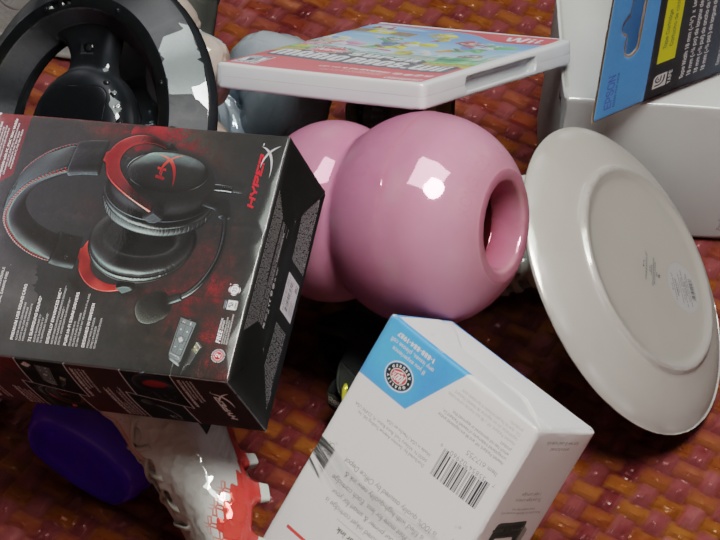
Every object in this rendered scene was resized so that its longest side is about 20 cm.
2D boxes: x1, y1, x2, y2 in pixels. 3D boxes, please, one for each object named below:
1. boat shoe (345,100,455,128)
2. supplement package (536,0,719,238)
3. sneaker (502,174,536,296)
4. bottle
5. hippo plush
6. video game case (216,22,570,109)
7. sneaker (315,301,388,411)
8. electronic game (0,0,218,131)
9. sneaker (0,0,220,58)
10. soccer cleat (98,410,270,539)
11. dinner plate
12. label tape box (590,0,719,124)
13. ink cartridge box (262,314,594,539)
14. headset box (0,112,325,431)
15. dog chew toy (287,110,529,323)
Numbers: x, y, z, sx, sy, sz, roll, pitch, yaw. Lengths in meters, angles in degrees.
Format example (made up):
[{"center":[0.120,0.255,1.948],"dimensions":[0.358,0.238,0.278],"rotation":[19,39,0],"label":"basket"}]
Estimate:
[{"center":[0.023,-0.106,1.635],"dimensions":[0.065,0.073,0.200],"rotation":[7,3,-5],"label":"boat shoe"},{"center":[0.223,-0.101,1.676],"dimensions":[0.200,0.117,0.117],"rotation":[4,44,-3],"label":"supplement package"},{"center":[0.096,-0.015,1.619],"dimensions":[0.200,0.076,0.081],"rotation":[0,54,3],"label":"sneaker"},{"center":[-0.117,0.045,1.513],"dimensions":[0.084,0.065,0.200],"rotation":[34,56,1],"label":"bottle"},{"center":[-0.097,-0.080,1.624],"dimensions":[0.161,0.200,0.159],"rotation":[5,52,-38],"label":"hippo plush"},{"center":[0.024,-0.128,1.559],"dimensions":[0.143,0.017,0.200],"rotation":[8,16,29],"label":"video game case"},{"center":[0.027,0.088,1.506],"dimensions":[0.085,0.075,0.200],"rotation":[-12,38,-9],"label":"sneaker"},{"center":[-0.166,-0.084,1.537],"dimensions":[0.200,0.200,0.042],"rotation":[43,19,32],"label":"electronic game"},{"center":[-0.189,-0.201,1.778],"dimensions":[0.200,0.071,0.099],"rotation":[17,43,4],"label":"sneaker"},{"center":[-0.105,0.094,1.420],"dimensions":[0.085,0.069,0.200],"rotation":[0,66,-20],"label":"soccer cleat"},{"center":[0.168,0.003,1.535],"dimensions":[0.024,0.200,0.200],"rotation":[-23,32,34],"label":"dinner plate"},{"center":[0.214,-0.193,1.581],"dimensions":[0.200,0.144,0.063],"rotation":[-21,49,-26],"label":"label tape box"},{"center":[0.025,0.139,1.402],"dimensions":[0.116,0.200,0.068],"rotation":[38,17,30],"label":"ink cartridge box"},{"center":[-0.136,-0.002,1.391],"dimensions":[0.200,0.075,0.149],"rotation":[6,67,20],"label":"headset box"},{"center":[-0.005,-0.033,1.473],"dimensions":[0.200,0.125,0.125],"rotation":[5,40,29],"label":"dog chew toy"}]
